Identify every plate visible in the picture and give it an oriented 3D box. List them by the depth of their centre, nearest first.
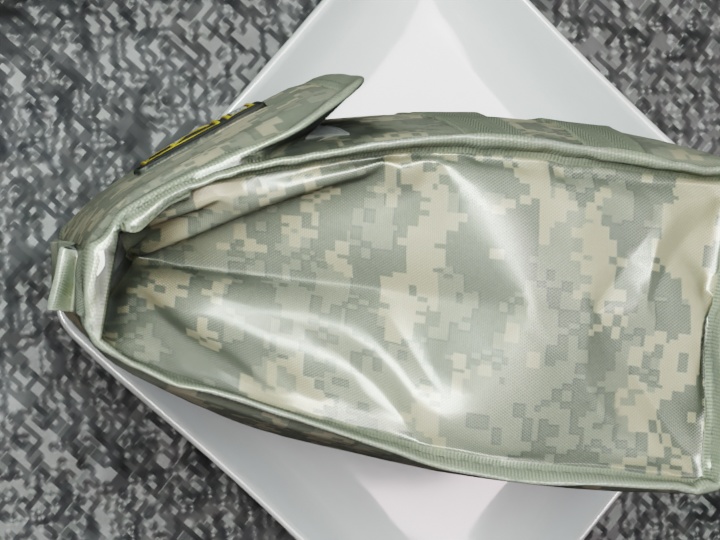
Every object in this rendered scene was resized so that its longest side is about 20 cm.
[{"bbox_3d":[0.025,0.008,0.821,0.200,0.032,0.200,43,81,-7],"label":"plate"}]

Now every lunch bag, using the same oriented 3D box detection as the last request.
[{"bbox_3d":[0.000,0.000,0.717,0.198,0.164,0.119,6,92,-11],"label":"lunch bag"}]
